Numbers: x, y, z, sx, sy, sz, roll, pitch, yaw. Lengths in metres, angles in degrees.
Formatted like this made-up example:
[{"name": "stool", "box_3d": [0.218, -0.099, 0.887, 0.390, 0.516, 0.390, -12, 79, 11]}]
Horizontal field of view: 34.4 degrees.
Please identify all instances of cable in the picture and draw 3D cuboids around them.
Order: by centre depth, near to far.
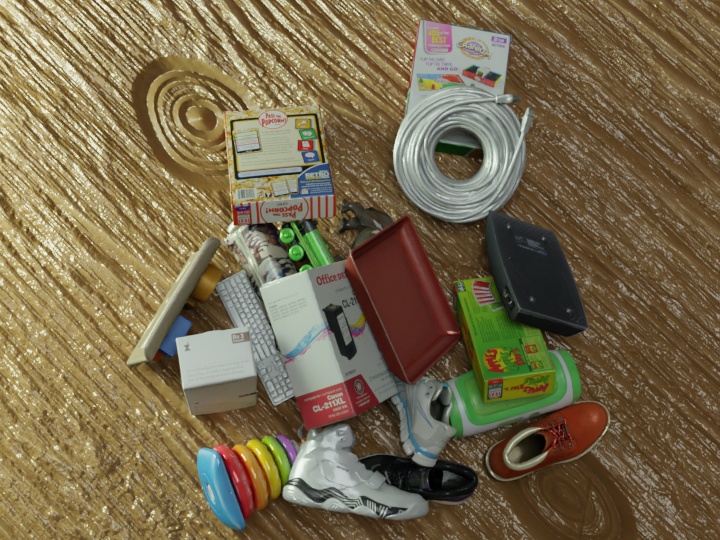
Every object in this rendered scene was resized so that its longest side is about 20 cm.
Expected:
[{"name": "cable", "box_3d": [0.148, -0.174, 1.734, 0.197, 0.069, 0.203, 9, 99, -1]}]

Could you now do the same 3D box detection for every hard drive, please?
[{"name": "hard drive", "box_3d": [0.248, 0.007, 1.680, 0.134, 0.042, 0.201, 16, 40, -25]}]

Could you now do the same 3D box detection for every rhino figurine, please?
[{"name": "rhino figurine", "box_3d": [0.000, 0.000, 1.711, 0.086, 0.060, 0.203, 9, 78, 2]}]

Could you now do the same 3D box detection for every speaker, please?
[{"name": "speaker", "box_3d": [0.212, 0.176, 1.667, 0.198, 0.089, 0.089, -15, 76, -9]}]

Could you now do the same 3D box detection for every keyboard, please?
[{"name": "keyboard", "box_3d": [-0.146, 0.096, 1.697, 0.056, 0.011, 0.201, -25, 78, -11]}]

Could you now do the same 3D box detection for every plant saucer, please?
[{"name": "plant saucer", "box_3d": [0.056, 0.042, 1.640, 0.036, 0.199, 0.202, -22, 96, 31]}]

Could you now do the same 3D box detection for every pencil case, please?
[{"name": "pencil case", "box_3d": [-0.125, 0.018, 1.679, 0.077, 0.089, 0.202, -31, 78, 18]}]

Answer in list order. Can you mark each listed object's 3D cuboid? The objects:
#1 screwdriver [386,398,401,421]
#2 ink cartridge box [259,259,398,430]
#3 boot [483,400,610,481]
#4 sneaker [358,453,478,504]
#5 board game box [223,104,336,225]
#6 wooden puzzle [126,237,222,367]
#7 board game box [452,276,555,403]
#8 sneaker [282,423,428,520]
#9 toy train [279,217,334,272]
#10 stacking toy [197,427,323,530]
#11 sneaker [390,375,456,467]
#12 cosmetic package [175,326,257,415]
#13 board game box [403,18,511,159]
[{"name": "screwdriver", "box_3d": [0.046, 0.194, 1.654, 0.028, 0.029, 0.201, -32, 66, -7]}, {"name": "ink cartridge box", "box_3d": [-0.041, 0.095, 1.569, 0.082, 0.145, 0.202, -19, 89, 27]}, {"name": "boot", "box_3d": [0.276, 0.238, 1.644, 0.198, 0.107, 0.076, -25, 76, -13]}, {"name": "sneaker", "box_3d": [0.066, 0.288, 1.620, 0.197, 0.088, 0.077, -1, 75, -5]}, {"name": "board game box", "box_3d": [-0.121, -0.159, 1.709, 0.149, 0.047, 0.201, -5, 49, -5]}, {"name": "wooden puzzle", "box_3d": [-0.250, 0.054, 1.605, 0.046, 0.200, 0.186, 32, 74, -9]}, {"name": "board game box", "box_3d": [0.202, 0.093, 1.656, 0.100, 0.048, 0.201, -8, 43, -5]}, {"name": "sneaker", "box_3d": [-0.001, 0.270, 1.564, 0.197, 0.075, 0.116, 8, 80, 3]}, {"name": "toy train", "box_3d": [-0.052, 0.012, 1.673, 0.056, 0.042, 0.202, -29, 84, 8]}, {"name": "stacking toy", "box_3d": [-0.119, 0.268, 1.613, 0.198, 0.110, 0.117, -22, 92, -21]}, {"name": "sneaker", "box_3d": [0.089, 0.173, 1.623, 0.074, 0.087, 0.201, 21, 34, -37]}, {"name": "cosmetic package", "box_3d": [-0.193, 0.140, 1.582, 0.100, 0.200, 0.075, -9, 75, -7]}, {"name": "board game box", "box_3d": [0.150, -0.282, 1.811, 0.151, 0.040, 0.202, 10, 74, -2]}]
